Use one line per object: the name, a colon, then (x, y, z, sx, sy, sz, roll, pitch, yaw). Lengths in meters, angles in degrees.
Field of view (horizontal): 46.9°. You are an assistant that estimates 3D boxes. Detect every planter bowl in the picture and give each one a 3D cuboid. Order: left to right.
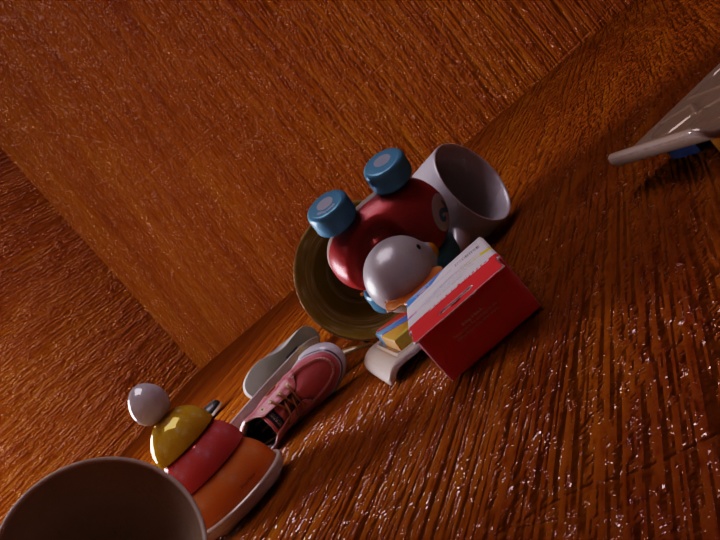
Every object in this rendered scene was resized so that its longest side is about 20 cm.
planter bowl: (0.000, 0.000, 1.231, 0.200, 0.201, 0.083, -42, 3, -2)

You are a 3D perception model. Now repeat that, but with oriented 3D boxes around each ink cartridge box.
ink cartridge box: (0.111, 0.038, 0.846, 0.116, 0.067, 0.200, -42, 6, 8)

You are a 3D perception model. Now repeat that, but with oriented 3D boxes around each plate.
plate: (-0.141, 0.198, 1.382, 0.200, 0.032, 0.200, -48, -4, 3)

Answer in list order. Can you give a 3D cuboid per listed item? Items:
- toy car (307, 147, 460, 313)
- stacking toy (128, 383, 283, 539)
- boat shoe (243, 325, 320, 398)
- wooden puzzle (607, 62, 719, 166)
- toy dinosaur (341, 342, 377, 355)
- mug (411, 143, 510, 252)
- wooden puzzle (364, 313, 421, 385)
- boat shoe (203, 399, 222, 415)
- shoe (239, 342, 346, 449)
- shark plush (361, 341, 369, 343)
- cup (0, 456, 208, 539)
toy car: (0.058, -0.018, 1.054, 0.176, 0.185, 0.200, -36, 34, 0)
stacking toy: (-0.204, 0.212, 1.009, 0.146, 0.200, 0.146, -40, 6, 5)
boat shoe: (-0.154, 0.187, 1.599, 0.201, 0.070, 0.072, -42, -6, -38)
wooden puzzle: (0.359, -0.163, 0.802, 0.199, 0.046, 0.185, -38, 5, -7)
toy dinosaur: (-0.061, 0.147, 1.253, 0.200, 0.058, 0.101, -37, 7, 44)
mug: (0.122, -0.063, 1.262, 0.175, 0.146, 0.202, -47, 31, 39)
wooden puzzle: (0.085, 0.055, 1.048, 0.200, 0.037, 0.185, -43, 6, -7)
boat shoe: (-0.425, 0.372, 2.009, 0.199, 0.066, 0.075, -42, 5, 1)
shoe: (-0.098, 0.188, 1.168, 0.200, 0.071, 0.091, -45, 5, 29)
shark plush: (0.046, 0.061, 1.321, 0.201, 0.090, 0.084, -82, 14, -58)
cup: (-0.255, 0.311, 0.828, 0.200, 0.199, 0.144, -46, -18, -38)
